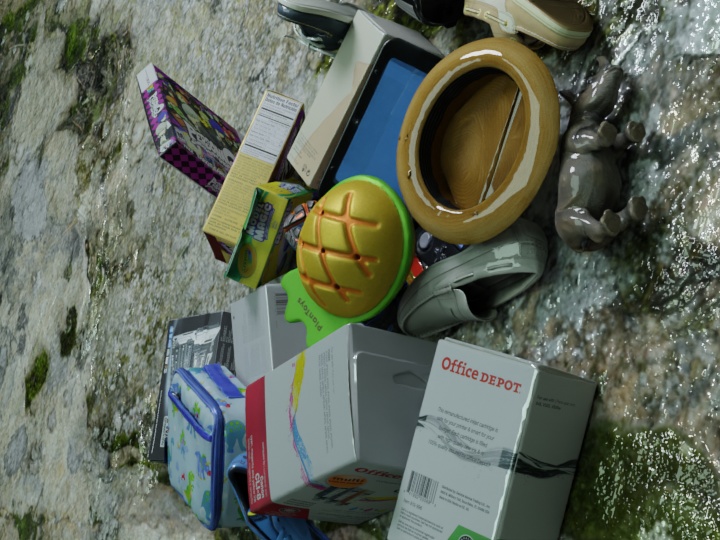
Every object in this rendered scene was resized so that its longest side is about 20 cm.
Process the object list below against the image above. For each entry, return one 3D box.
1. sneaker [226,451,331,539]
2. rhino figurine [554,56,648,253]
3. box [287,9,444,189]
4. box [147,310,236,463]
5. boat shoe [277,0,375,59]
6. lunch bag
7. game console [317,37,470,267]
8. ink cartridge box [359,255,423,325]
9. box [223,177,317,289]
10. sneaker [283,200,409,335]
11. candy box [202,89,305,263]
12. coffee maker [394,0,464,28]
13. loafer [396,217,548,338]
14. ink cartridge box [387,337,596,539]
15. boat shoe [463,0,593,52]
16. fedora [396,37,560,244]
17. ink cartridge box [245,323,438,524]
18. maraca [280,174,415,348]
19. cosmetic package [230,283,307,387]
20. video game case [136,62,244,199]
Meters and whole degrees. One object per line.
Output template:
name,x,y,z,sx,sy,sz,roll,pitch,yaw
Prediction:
sneaker,-0.082,0.287,1.400,0.066,0.078,0.201,-35,80,22
rhino figurine,0.214,-0.109,1.187,0.087,0.059,0.201,-33,48,57
box,0.004,-0.189,1.514,0.201,0.095,0.078,-63,35,21
box,-0.217,0.162,1.755,0.157,0.050,0.201,-10,69,55
boat shoe,-0.039,-0.286,1.533,0.075,0.200,0.062,35,109,20
lunch bag,-0.173,0.203,1.543,0.200,0.082,0.162,-147,60,-63
game console,0.067,-0.113,1.362,0.201,0.116,0.176,-65,33,17
ink cartridge box,-0.015,0.028,1.497,0.201,0.050,0.163,-59,36,29
box,-0.108,-0.047,1.567,0.200,0.048,0.118,-29,-39,-76
sneaker,0.000,0.000,1.430,0.075,0.078,0.200,-44,59,6
candy box,-0.128,-0.111,1.631,0.117,0.056,0.201,85,-153,-73
coffee maker,0.032,-0.382,1.457,0.135,0.192,0.200,-45,39,-13
loafer,0.107,0.021,1.291,0.200,0.070,0.070,-40,39,41
ink cartridge box,0.119,0.175,1.191,0.146,0.083,0.201,15,90,54
boat shoe,0.166,-0.256,1.320,0.200,0.074,0.067,-128,46,-54
fedora,0.127,-0.121,1.260,0.200,0.082,0.202,-6,80,40
ink cartridge box,-0.006,0.163,1.337,0.200,0.145,0.146,-34,51,47
maraca,-0.016,-0.005,1.338,0.137,0.107,0.200,51,122,30
cosmetic package,-0.104,0.126,1.529,0.151,0.051,0.201,158,108,-65
video game case,-0.206,-0.164,1.733,0.036,0.200,0.182,-39,43,15
